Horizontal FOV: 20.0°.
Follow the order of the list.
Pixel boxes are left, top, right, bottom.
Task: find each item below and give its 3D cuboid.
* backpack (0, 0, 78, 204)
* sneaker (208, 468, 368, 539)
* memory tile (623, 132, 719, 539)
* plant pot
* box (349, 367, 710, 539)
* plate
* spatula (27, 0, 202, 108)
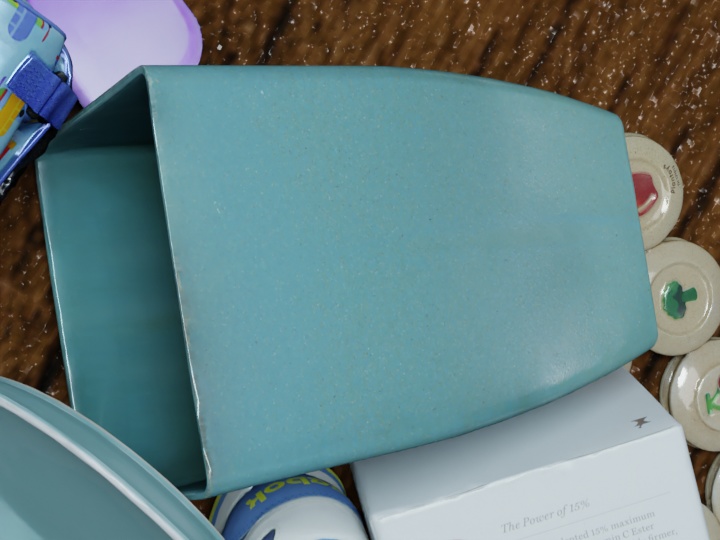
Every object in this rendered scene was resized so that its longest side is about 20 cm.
[{"bbox_3d":[-0.216,-0.043,0.692,0.182,0.134,0.201,40,84,-17],"label":"backpack"},{"bbox_3d":[-0.038,0.177,0.802,0.073,0.082,0.202,6,95,-21],"label":"sneaker"},{"bbox_3d":[0.104,0.058,0.877,0.152,0.017,0.201,-30,104,-15],"label":"memory tile"},{"bbox_3d":[0.000,0.000,0.763,0.198,0.141,0.143,-8,85,-25],"label":"plant pot"},{"bbox_3d":[0.082,0.158,0.819,0.123,0.098,0.202,-16,103,-3],"label":"box"},{"bbox_3d":[-0.095,0.091,0.718,0.200,0.200,0.026,46,63,-17],"label":"plate"},{"bbox_3d":[-0.128,-0.150,0.771,0.056,0.021,0.201,-34,105,-12],"label":"spatula"}]
